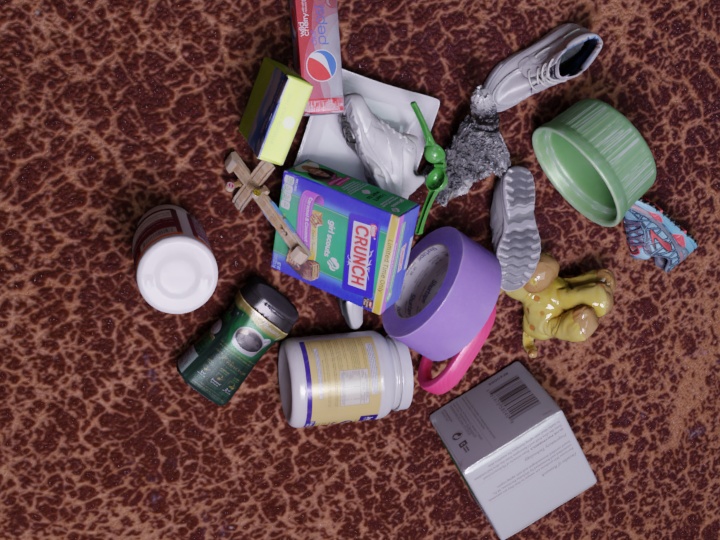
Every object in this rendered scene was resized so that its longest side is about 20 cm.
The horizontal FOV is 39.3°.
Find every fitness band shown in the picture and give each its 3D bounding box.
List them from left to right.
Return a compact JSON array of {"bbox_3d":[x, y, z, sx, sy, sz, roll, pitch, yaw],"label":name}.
[{"bbox_3d":[0.154,0.110,1.673,0.037,0.144,0.201,26,100,-21],"label":"fitness band"}]

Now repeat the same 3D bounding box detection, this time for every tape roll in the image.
[{"bbox_3d":[0.128,0.036,1.608,0.085,0.200,0.201,31,98,-24],"label":"tape roll"}]

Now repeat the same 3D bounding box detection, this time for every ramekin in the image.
[{"bbox_3d":[0.377,-0.177,1.611,0.098,0.200,0.200,-39,115,-8],"label":"ramekin"}]

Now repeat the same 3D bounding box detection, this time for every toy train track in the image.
[{"bbox_3d":[-0.146,-0.092,1.514,0.200,0.032,0.115,53,132,9],"label":"toy train track"}]

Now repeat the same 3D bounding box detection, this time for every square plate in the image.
[{"bbox_3d":[0.004,-0.201,1.582,0.199,0.028,0.199,14,104,-20],"label":"square plate"}]

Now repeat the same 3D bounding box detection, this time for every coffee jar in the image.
[{"bbox_3d":[-0.193,0.110,1.604,0.104,0.085,0.200,40,95,-22],"label":"coffee jar"}]

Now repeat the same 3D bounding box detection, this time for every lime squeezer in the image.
[{"bbox_3d":[0.103,-0.161,1.551,0.070,0.038,0.202,-10,105,-31],"label":"lime squeezer"}]

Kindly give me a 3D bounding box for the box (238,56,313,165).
[{"bbox_3d":[-0.123,-0.229,1.441,0.047,0.200,0.123,17,104,-20],"label":"box"}]

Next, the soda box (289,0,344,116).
[{"bbox_3d":[-0.065,-0.329,1.475,0.063,0.070,0.202,-5,99,-11],"label":"soda box"}]

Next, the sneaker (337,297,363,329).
[{"bbox_3d":[0.000,0.000,1.631,0.080,0.070,0.202,-8,110,-16],"label":"sneaker"}]

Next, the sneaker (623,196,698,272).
[{"bbox_3d":[0.498,-0.063,1.747,0.199,0.079,0.096,34,99,-24],"label":"sneaker"}]

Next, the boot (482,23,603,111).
[{"bbox_3d":[0.285,-0.316,1.585,0.200,0.096,0.074,-40,115,0],"label":"boot"}]

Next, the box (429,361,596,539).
[{"bbox_3d":[0.260,0.307,1.744,0.199,0.199,0.172,-32,115,-1],"label":"box"}]

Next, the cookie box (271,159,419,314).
[{"bbox_3d":[-0.026,-0.052,1.521,0.199,0.075,0.172,23,121,20],"label":"cookie box"}]

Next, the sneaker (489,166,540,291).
[{"bbox_3d":[0.249,-0.066,1.648,0.074,0.082,0.202,5,88,-14],"label":"sneaker"}]

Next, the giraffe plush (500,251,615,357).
[{"bbox_3d":[0.308,0.028,1.703,0.199,0.173,0.162,-29,108,34],"label":"giraffe plush"}]

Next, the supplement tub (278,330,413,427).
[{"bbox_3d":[-0.026,0.175,1.643,0.198,0.145,0.146,-4,110,-14],"label":"supplement tub"}]

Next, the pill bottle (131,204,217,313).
[{"bbox_3d":[-0.275,-0.024,1.470,0.113,0.200,0.115,-5,110,-13],"label":"pill bottle"}]

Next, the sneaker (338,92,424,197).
[{"bbox_3d":[0.036,-0.196,1.546,0.099,0.078,0.201,-34,124,-10],"label":"sneaker"}]

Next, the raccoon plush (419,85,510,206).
[{"bbox_3d":[0.148,-0.195,1.575,0.133,0.097,0.200,-30,137,-4],"label":"raccoon plush"}]
